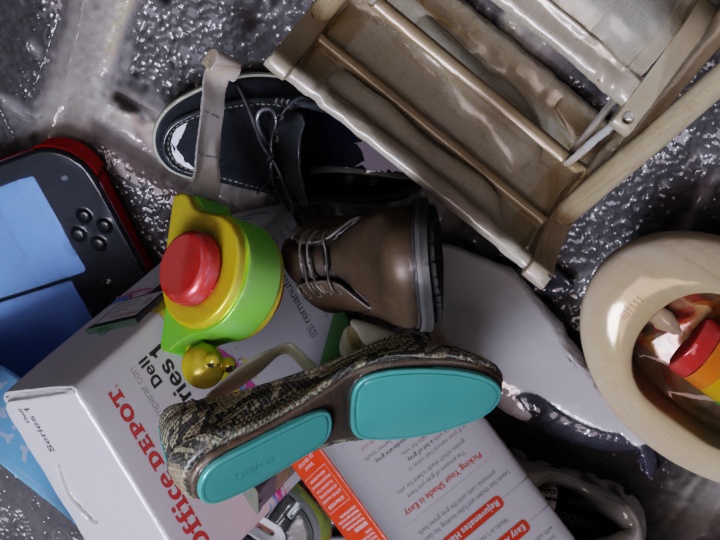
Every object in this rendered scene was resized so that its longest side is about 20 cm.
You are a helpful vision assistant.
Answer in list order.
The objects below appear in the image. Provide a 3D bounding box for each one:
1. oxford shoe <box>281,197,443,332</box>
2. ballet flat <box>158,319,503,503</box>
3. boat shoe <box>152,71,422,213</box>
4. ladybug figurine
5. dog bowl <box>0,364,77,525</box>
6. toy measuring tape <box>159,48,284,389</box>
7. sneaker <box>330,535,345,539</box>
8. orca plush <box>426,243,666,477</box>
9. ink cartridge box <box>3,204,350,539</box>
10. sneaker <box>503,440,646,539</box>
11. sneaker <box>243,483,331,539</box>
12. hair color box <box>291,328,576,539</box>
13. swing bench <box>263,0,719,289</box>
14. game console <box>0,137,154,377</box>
[{"bbox_3d":[0.000,0.000,0.896,0.083,0.200,0.074,-2,87,-11],"label":"oxford shoe"},{"bbox_3d":[-0.019,0.067,0.881,0.198,0.076,0.068,-16,139,-20],"label":"ballet flat"},{"bbox_3d":[-0.039,-0.077,0.967,0.197,0.062,0.076,4,119,16],"label":"boat shoe"},{"bbox_3d":[0.217,0.050,0.943,0.199,0.072,0.136,38,110,-10],"label":"ladybug figurine"},{"bbox_3d":[-0.224,0.104,1.033,0.111,0.199,0.050,43,75,-21],"label":"dog bowl"},{"bbox_3d":[-0.073,-0.033,0.905,0.073,0.074,0.203,3,76,15],"label":"toy measuring tape"},{"bbox_3d":[0.000,0.292,1.121,0.080,0.089,0.202,-10,113,28],"label":"sneaker"},{"bbox_3d":[0.109,0.055,1.004,0.198,0.071,0.106,23,76,-1],"label":"orca plush"},{"bbox_3d":[-0.096,0.076,0.973,0.083,0.200,0.146,-9,116,47],"label":"ink cartridge box"},{"bbox_3d":[0.089,0.144,1.019,0.197,0.081,0.076,12,84,6],"label":"sneaker"},{"bbox_3d":[-0.103,0.148,1.092,0.199,0.090,0.079,32,97,23],"label":"sneaker"},{"bbox_3d":[0.048,0.144,0.936,0.201,0.101,0.061,53,154,7],"label":"hair color box"},{"bbox_3d":[0.089,-0.137,0.865,0.198,0.130,0.200,38,125,-6],"label":"swing bench"},{"bbox_3d":[-0.233,0.010,1.085,0.198,0.031,0.179,-16,110,23],"label":"game console"}]
